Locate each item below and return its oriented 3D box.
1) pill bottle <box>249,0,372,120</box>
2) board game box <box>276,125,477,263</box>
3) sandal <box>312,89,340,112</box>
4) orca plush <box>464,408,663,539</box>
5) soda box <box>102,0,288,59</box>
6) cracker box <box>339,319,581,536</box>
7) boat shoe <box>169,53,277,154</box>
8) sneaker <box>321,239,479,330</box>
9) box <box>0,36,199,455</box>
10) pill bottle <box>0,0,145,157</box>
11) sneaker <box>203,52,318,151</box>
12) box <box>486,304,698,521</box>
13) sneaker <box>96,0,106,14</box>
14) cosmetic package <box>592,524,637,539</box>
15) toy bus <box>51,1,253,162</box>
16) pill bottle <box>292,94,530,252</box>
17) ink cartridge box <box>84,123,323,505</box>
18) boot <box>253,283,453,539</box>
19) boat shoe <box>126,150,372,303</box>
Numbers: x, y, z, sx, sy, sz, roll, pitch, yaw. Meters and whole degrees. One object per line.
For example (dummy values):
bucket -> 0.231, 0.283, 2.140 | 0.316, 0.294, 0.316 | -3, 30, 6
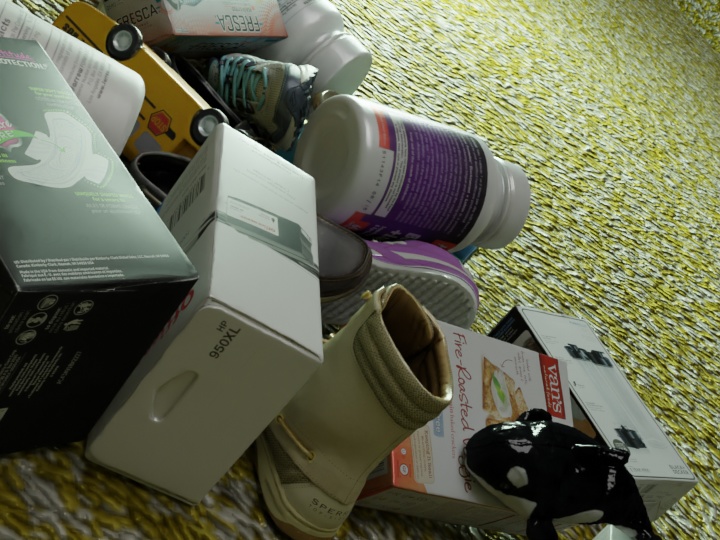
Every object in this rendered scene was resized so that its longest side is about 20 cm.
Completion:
pill bottle -> -0.089, -0.254, 1.254 | 0.200, 0.113, 0.113 | 46, 27, 11
board game box -> 0.022, -0.068, 1.186 | 0.200, 0.047, 0.151 | 43, 27, 4
sandal -> 0.042, -0.116, 1.172 | 0.200, 0.054, 0.080 | 36, 27, -8
orca plush -> 0.169, 0.157, 0.880 | 0.200, 0.071, 0.106 | 40, 48, -22
soda box -> -0.146, -0.234, 1.109 | 0.200, 0.063, 0.069 | -21, 94, -63
cracker box -> 0.078, 0.117, 0.908 | 0.199, 0.058, 0.135 | 18, 58, -38
boat shoe -> -0.112, -0.108, 1.062 | 0.200, 0.057, 0.069 | 42, 26, 4
sneaker -> 0.000, 0.001, 1.002 | 0.199, 0.073, 0.114 | 19, 18, 2
box -> -0.216, -0.017, 0.680 | 0.124, 0.149, 0.200 | -3, 49, -52
pill bottle -> -0.261, -0.131, 0.838 | 0.199, 0.114, 0.115 | 28, 28, -22
sneaker -> -0.100, -0.159, 1.106 | 0.086, 0.078, 0.200 | 16, 3, -20
box -> 0.204, 0.129, 1.106 | 0.116, 0.060, 0.201 | 11, 39, -45
sneaker -> -0.202, -0.272, 1.186 | 0.084, 0.075, 0.201 | 28, 38, -20
cosmetic package -> 0.255, 0.288, 0.935 | 0.200, 0.051, 0.083 | 37, 24, -5
toy bus -> -0.169, -0.132, 0.974 | 0.200, 0.078, 0.065 | 45, 4, 18
pill bottle -> 0.050, -0.076, 1.064 | 0.199, 0.112, 0.112 | 12, 37, -34
ink cartridge box -> -0.097, 0.024, 0.777 | 0.084, 0.145, 0.201 | 29, 29, -22
boot -> -0.020, 0.058, 0.812 | 0.072, 0.156, 0.201 | 20, 32, -34
boat shoe -> -0.086, -0.033, 0.895 | 0.199, 0.073, 0.075 | 15, 56, 0
